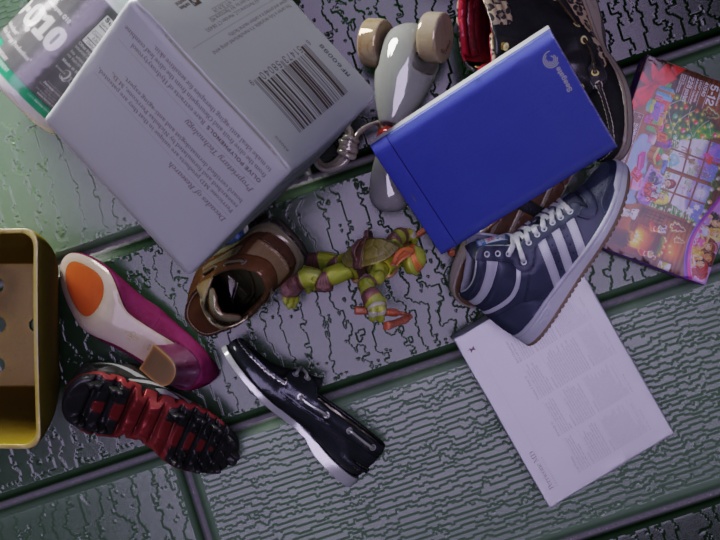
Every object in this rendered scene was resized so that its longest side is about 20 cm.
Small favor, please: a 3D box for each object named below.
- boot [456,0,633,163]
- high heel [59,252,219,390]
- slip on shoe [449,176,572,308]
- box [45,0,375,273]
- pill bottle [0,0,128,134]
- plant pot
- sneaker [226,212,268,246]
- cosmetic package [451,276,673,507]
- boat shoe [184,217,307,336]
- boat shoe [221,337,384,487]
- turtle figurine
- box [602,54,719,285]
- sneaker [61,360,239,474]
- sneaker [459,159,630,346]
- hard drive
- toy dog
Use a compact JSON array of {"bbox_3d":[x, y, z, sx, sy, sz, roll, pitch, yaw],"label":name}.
[{"bbox_3d":[0.180,-0.198,1.141,0.148,0.073,0.203,-4,75,-29],"label":"boot"},{"bbox_3d":[-0.236,0.055,1.228,0.068,0.096,0.200,-48,70,13],"label":"high heel"},{"bbox_3d":[0.152,-0.055,1.196,0.075,0.061,0.202,25,95,-17],"label":"slip on shoe"},{"bbox_3d":[-0.134,-0.151,1.072,0.200,0.199,0.171,46,126,-3],"label":"box"},{"bbox_3d":[-0.278,-0.246,1.178,0.200,0.113,0.113,-44,90,2],"label":"pill bottle"},{"bbox_3d":[-0.391,0.060,1.158,0.196,0.176,0.204,0,92,2],"label":"plant pot"},{"bbox_3d":[-0.167,-0.077,1.206,0.089,0.078,0.201,-38,84,13],"label":"sneaker"},{"bbox_3d":[0.207,0.117,1.203,0.149,0.052,0.202,-30,90,1],"label":"cosmetic package"},{"bbox_3d":[-0.129,0.018,1.146,0.076,0.200,0.074,42,50,-6],"label":"boat shoe"},{"bbox_3d":[-0.059,0.134,1.205,0.060,0.076,0.200,-44,102,3],"label":"boat shoe"},{"bbox_3d":[0.000,0.000,1.155,0.159,0.201,0.065,-10,119,24],"label":"turtle figurine"},{"bbox_3d":[0.322,-0.103,1.199,0.135,0.039,0.203,19,92,1],"label":"box"},{"bbox_3d":[-0.216,0.147,1.208,0.198,0.098,0.072,26,99,-22],"label":"sneaker"},{"bbox_3d":[0.173,-0.036,1.129,0.107,0.070,0.202,29,99,-10],"label":"sneaker"},{"bbox_3d":[0.126,-0.121,1.108,0.198,0.025,0.133,-31,109,14],"label":"hard drive"},{"bbox_3d":[0.046,-0.166,1.184,0.131,0.096,0.203,30,104,29],"label":"toy dog"}]
